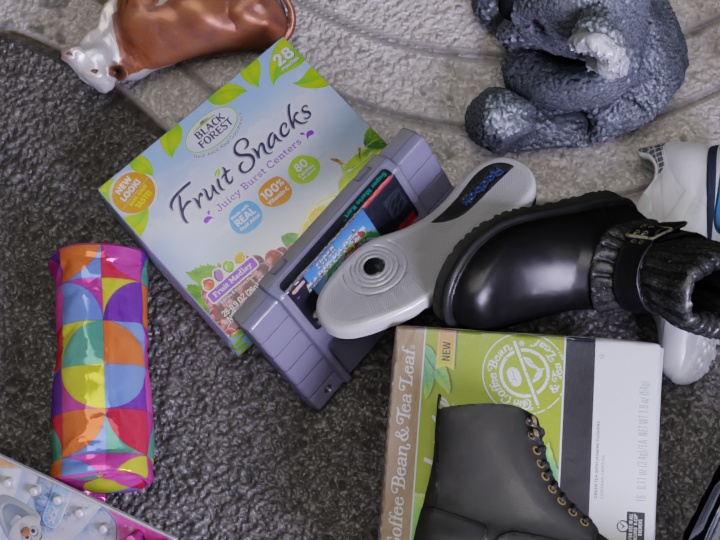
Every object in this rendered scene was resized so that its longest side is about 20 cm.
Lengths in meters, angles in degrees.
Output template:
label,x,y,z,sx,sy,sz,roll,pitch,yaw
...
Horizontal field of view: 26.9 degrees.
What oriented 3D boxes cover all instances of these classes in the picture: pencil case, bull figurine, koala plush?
label,x,y,z,sx,sy,sz,roll,pitch,yaw
pencil case,-0.204,0.079,1.171,0.088,0.088,0.201,-3,72,2
bull figurine,-0.157,-0.221,1.262,0.199,0.065,0.122,-10,105,-8
koala plush,0.176,-0.200,1.174,0.183,0.200,0.178,2,72,4

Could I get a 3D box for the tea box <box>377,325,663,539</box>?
label,x,y,z,sx,sy,sz,roll,pitch,yaw
tea box,0.115,0.157,1.101,0.196,0.134,0.201,3,73,5

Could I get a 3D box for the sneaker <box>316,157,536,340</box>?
label,x,y,z,sx,sy,sz,roll,pitch,yaw
sneaker,0.061,0.011,1.150,0.200,0.112,0.073,-36,56,-14

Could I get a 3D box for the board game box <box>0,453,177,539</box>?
label,x,y,z,sx,sy,sz,roll,pitch,yaw
board game box,-0.257,0.251,1.113,0.199,0.026,0.201,23,96,10

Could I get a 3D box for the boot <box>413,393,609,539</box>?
label,x,y,z,sx,sy,sz,roll,pitch,yaw
boot,0.135,0.154,0.995,0.199,0.078,0.139,5,70,4

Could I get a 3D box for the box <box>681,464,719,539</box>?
label,x,y,z,sx,sy,sz,roll,pitch,yaw
box,0.338,0.213,1.064,0.199,0.148,0.105,27,75,10

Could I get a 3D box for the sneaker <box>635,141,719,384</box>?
label,x,y,z,sx,sy,sz,roll,pitch,yaw
sneaker,0.249,-0.007,1.185,0.080,0.076,0.201,4,69,17

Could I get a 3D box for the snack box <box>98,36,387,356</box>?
label,x,y,z,sx,sy,sz,roll,pitch,yaw
snack box,-0.081,-0.061,1.215,0.200,0.068,0.169,-40,75,-11

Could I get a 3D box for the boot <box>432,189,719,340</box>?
label,x,y,z,sx,sy,sz,roll,pitch,yaw
boot,0.173,0.010,1.077,0.211,0.080,0.158,-23,36,-29

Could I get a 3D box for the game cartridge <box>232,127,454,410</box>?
label,x,y,z,sx,sy,sz,roll,pitch,yaw
game cartridge,0.000,0.000,1.161,0.038,0.130,0.200,34,77,36

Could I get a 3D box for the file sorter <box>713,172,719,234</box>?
label,x,y,z,sx,sy,sz,roll,pitch,yaw
file sorter,0.383,-0.067,1.128,0.199,0.123,0.139,18,72,-16
